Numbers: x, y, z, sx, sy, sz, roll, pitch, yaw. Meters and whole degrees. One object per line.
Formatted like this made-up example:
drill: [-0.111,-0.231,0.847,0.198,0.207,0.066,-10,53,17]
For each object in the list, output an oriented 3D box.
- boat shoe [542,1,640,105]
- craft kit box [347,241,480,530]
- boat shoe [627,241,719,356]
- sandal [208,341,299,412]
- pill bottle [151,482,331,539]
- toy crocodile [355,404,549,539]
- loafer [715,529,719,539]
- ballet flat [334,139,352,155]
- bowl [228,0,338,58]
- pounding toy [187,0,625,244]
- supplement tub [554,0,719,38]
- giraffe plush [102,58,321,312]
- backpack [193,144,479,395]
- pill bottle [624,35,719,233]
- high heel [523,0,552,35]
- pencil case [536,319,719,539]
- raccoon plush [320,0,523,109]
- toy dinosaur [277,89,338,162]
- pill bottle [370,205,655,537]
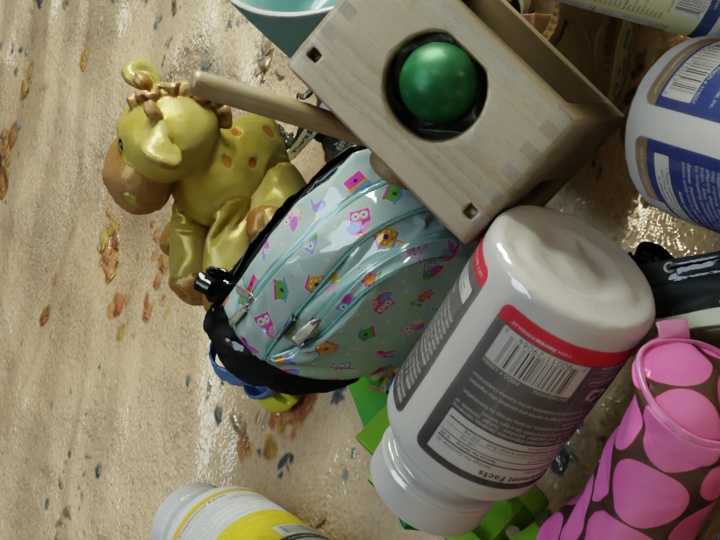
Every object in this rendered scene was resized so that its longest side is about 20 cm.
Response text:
boat shoe: [0.157,-0.148,1.096,0.073,0.063,0.201,30,112,27]
craft kit box: [0.065,0.055,1.187,0.200,0.048,0.198,-54,39,33]
boat shoe: [0.185,0.014,0.994,0.199,0.074,0.066,-10,64,60]
sandal: [-0.060,0.039,1.335,0.200,0.087,0.080,-57,38,27]
pill bottle: [-0.093,0.242,1.307,0.200,0.112,0.113,20,98,56]
toy crocodile: [0.068,0.155,1.088,0.068,0.062,0.200,-47,47,-11]
loafer: [0.253,0.102,0.871,0.068,0.070,0.201,46,119,47]
ballet flat: [0.014,-0.130,1.284,0.075,0.068,0.201,-25,48,29]
bowl: [-0.003,-0.228,1.258,0.200,0.105,0.201,-13,45,13]
pounding toy: [0.035,-0.105,0.991,0.184,0.200,0.142,45,108,10]
supplement tub: [0.148,-0.229,0.962,0.145,0.199,0.146,-165,90,-89]
giraffe plush: [-0.133,-0.080,1.289,0.172,0.162,0.201,25,88,51]
backpack: [0.000,0.000,1.142,0.200,0.167,0.127,-48,65,34]
pill bottle: [0.249,-0.061,0.883,0.200,0.111,0.112,28,105,55]
high heel: [0.108,-0.245,1.177,0.096,0.067,0.201,10,103,46]
pencil case: [0.165,0.126,0.950,0.200,0.090,0.094,112,145,-42]
raccoon plush: [0.036,-0.164,1.152,0.199,0.097,0.135,8,100,37]
toy dinosaur: [-0.028,-0.107,1.358,0.088,0.047,0.201,-34,60,41]
pill bottle: [0.083,0.068,0.972,0.200,0.110,0.111,-59,39,33]
